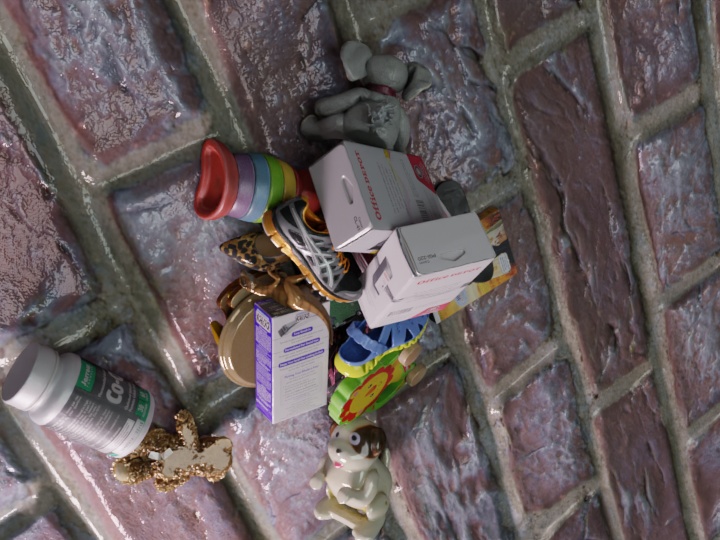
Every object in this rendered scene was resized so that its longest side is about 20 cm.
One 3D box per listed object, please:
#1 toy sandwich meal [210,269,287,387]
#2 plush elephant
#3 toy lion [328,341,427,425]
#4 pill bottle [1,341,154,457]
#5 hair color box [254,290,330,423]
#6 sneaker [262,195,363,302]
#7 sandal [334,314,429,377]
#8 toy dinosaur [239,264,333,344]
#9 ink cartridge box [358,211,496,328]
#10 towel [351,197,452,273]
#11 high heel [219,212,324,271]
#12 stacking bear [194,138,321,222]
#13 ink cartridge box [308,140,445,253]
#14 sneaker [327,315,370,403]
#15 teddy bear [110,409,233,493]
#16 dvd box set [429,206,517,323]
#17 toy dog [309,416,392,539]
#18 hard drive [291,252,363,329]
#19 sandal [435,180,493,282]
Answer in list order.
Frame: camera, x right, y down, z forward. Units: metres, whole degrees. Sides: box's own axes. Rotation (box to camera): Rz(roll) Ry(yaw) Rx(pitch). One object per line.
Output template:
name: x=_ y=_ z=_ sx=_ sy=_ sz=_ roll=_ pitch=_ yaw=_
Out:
toy sandwich meal: x=-0.165 y=0.098 z=1.360 sx=0.204 sy=0.070 sz=0.206 roll=-19 pitch=123 yaw=-32
plush elephant: x=0.020 y=-0.270 z=1.282 sx=0.164 sy=0.200 sz=0.156 roll=24 pitch=71 yaw=-17
toy lion: x=0.025 y=0.198 z=1.435 sx=0.192 sy=0.069 sz=0.200 roll=-45 pitch=157 yaw=-10
pill bottle: x=-0.420 y=0.193 z=1.221 sx=0.200 sy=0.113 sz=0.113 roll=36 pitch=89 yaw=-34
hair color box: x=-0.112 y=0.138 z=1.332 sx=0.109 sy=0.065 sz=0.201 roll=-15 pitch=122 yaw=-33
sneaker: x=-0.057 y=-0.029 z=1.227 sx=0.077 sy=0.078 sz=0.200 roll=-36 pitch=117 yaw=18
sandal: x=0.042 y=0.093 z=1.346 sx=0.200 sy=0.079 sz=0.087 roll=-38 pitch=148 yaw=-30
toy dinosaur: x=-0.093 y=0.039 z=1.263 sx=0.107 sy=0.199 sz=0.060 roll=-60 pitch=155 yaw=-16
ink cartridge box: x=0.093 y=0.002 z=1.246 sx=0.145 sy=0.200 sz=0.085 roll=-13 pitch=71 yaw=-26
towel: x=0.073 y=-0.056 z=1.391 sx=0.199 sy=0.030 sz=0.147 roll=-29 pitch=85 yaw=-22
high heel: x=-0.116 y=-0.061 z=1.280 sx=0.199 sy=0.072 sz=0.143 roll=3 pitch=145 yaw=-14
stacking bear: x=-0.140 y=-0.127 z=1.271 sx=0.199 sy=0.114 sz=0.122 roll=3 pitch=106 yaw=-34
ink cartridge box: x=0.032 y=-0.106 z=1.247 sx=0.199 sy=0.085 sz=0.148 roll=1 pitch=64 yaw=-48
sneaker: x=-0.047 y=0.146 z=1.430 sx=0.095 sy=0.079 sz=0.201 roll=15 pitch=109 yaw=-16
teddy bear: x=-0.314 y=0.303 z=1.356 sx=0.199 sy=0.067 sz=0.146 roll=-14 pitch=104 yaw=-17
dvd box set: x=0.195 y=-0.010 z=1.535 sx=0.199 sy=0.029 sz=0.147 roll=-30 pitch=117 yaw=-16
toy dog: x=-0.001 y=0.359 z=1.487 sx=0.193 sy=0.139 sz=0.201 roll=-31 pitch=130 yaw=-32
hard drive: x=0.000 y=0.000 z=1.390 sx=0.199 sy=0.038 sz=0.140 roll=-27 pitch=84 yaw=-19
sandal: x=0.188 y=-0.066 z=1.472 sx=0.075 sy=0.045 sz=0.201 roll=-26 pitch=101 yaw=-17
